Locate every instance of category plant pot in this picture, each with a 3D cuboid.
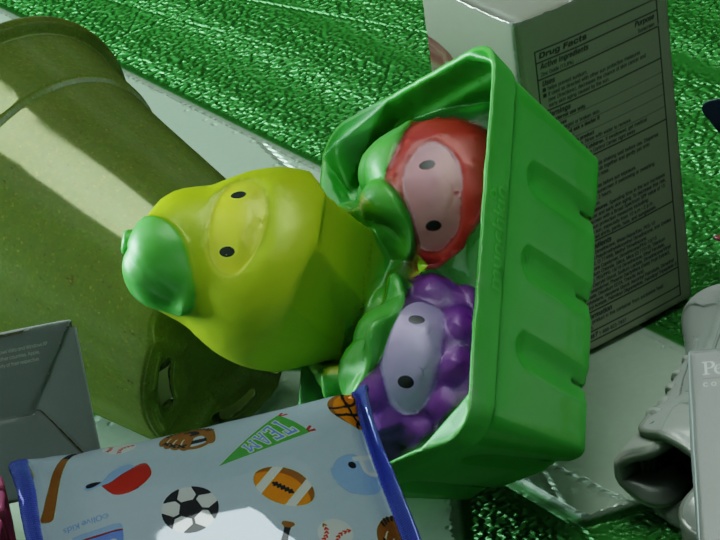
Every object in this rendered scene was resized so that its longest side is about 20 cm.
[{"bbox_3d":[-0.130,-0.003,1.391,0.190,0.201,0.200,31,46,32],"label":"plant pot"}]

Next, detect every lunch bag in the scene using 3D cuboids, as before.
[{"bbox_3d":[-0.049,0.160,1.120,0.169,0.124,0.200,-11,46,-6],"label":"lunch bag"}]

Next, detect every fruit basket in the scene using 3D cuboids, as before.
[{"bbox_3d":[0.000,0.000,1.256,0.155,0.216,0.215,-26,9,47],"label":"fruit basket"}]

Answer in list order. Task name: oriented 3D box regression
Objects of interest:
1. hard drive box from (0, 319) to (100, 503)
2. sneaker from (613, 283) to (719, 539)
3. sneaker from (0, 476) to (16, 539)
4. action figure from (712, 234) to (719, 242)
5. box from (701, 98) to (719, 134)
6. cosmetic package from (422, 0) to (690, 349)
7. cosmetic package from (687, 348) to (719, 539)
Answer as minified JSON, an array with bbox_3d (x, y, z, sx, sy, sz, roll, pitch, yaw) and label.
[{"bbox_3d":[-0.240,0.084,1.227,0.155,0.077,0.200,-10,-2,-42],"label":"hard drive box"},{"bbox_3d":[0.164,0.070,1.266,0.099,0.078,0.200,-12,28,1],"label":"sneaker"},{"bbox_3d":[-0.176,0.143,1.007,0.088,0.082,0.200,-3,28,6],"label":"sneaker"},{"bbox_3d":[0.264,0.009,1.298,0.199,0.134,0.149,10,53,-12],"label":"action figure"},{"bbox_3d":[0.277,-0.055,1.365,0.200,0.121,0.032,-12,40,45],"label":"box"},{"bbox_3d":[0.103,-0.067,1.394,0.103,0.201,0.087,-23,33,-27],"label":"cosmetic package"},{"bbox_3d":[0.190,0.127,1.090,0.106,0.090,0.201,-6,50,7],"label":"cosmetic package"}]
